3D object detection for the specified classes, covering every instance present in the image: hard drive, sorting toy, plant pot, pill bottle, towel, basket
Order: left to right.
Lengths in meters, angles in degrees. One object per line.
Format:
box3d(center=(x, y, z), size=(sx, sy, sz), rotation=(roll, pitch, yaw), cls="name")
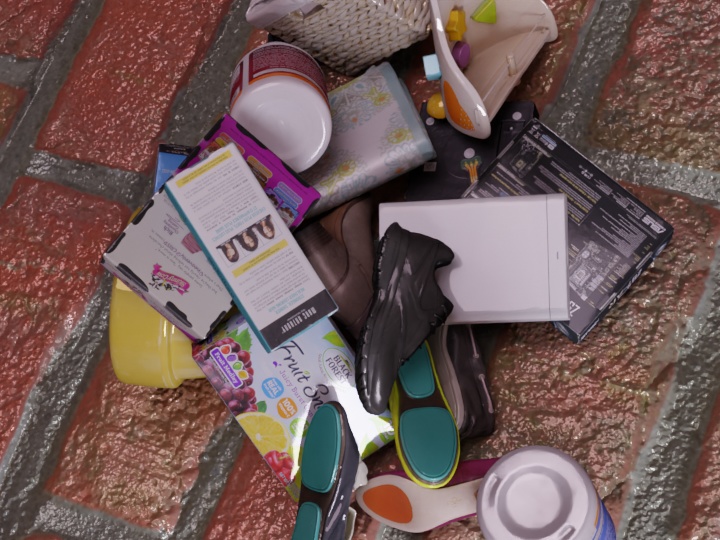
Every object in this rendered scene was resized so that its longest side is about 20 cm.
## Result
box3d(center=(-0.164, 0.036, 1.664), size=(0.188, 0.201, 0.201), rotation=(5, 66, 4), cls="plant pot")
box3d(center=(-0.092, -0.192, 1.694), size=(0.113, 0.113, 0.200), rotation=(-24, 24, 7), cls="pill bottle")
box3d(center=(-0.012, -0.151, 1.739), size=(0.171, 0.048, 0.200), rotation=(-28, 36, 6), cls="towel")
box3d(center=(-0.003, -0.362, 1.766), size=(0.198, 0.161, 0.201), rotation=(-16, 51, 55), cls="basket")
box3d(center=(0.122, -0.282, 1.687), size=(0.107, 0.180, 0.200), rotation=(7, 45, 33), cls="sorting toy")
box3d(center=(0.124, -0.099, 1.708), size=(0.139, 0.038, 0.201), rotation=(1, 65, 20), cls="hard drive")
box3d(center=(0.119, -0.010, 1.581), size=(0.199, 0.027, 0.132), rotation=(-3, 82, 14), cls="hard drive")
box3d(center=(0.184, 0.249, 1.425), size=(0.112, 0.200, 0.112), rotation=(-8, 63, 15), cls="pill bottle")

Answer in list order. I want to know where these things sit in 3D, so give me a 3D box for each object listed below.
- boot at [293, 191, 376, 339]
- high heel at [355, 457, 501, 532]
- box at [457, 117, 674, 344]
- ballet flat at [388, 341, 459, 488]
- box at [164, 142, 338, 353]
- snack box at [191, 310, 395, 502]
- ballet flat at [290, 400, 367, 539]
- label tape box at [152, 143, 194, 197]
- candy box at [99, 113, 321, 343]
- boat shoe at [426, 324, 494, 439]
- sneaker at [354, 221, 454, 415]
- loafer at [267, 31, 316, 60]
box3d(center=(0.000, 0.000, 1.672), size=(0.070, 0.200, 0.146), rotation=(-34, 91, 32), cls="boot")
box3d(center=(0.095, 0.228, 1.568), size=(0.199, 0.096, 0.068), rotation=(0, 107, 32), cls="high heel")
box3d(center=(0.211, -0.044, 1.616), size=(0.200, 0.044, 0.160), rotation=(40, 80, 15), cls="box")
box3d(center=(0.060, 0.152, 1.564), size=(0.067, 0.067, 0.200), rotation=(-2, 51, -11), cls="ballet flat")
box3d(center=(-0.111, -0.022, 1.504), size=(0.082, 0.049, 0.200), rotation=(-32, 90, -10), cls="box")
box3d(center=(-0.066, 0.125, 1.586), size=(0.142, 0.200, 0.053), rotation=(-34, 17, 0), cls="snack box")
box3d(center=(-0.031, 0.236, 1.562), size=(0.073, 0.073, 0.201), rotation=(11, 90, 23), cls="ballet flat")
box3d(center=(-0.160, -0.098, 1.689), size=(0.144, 0.200, 0.064), rotation=(7, 98, -9), cls="label tape box")
box3d(center=(-0.156, -0.043, 1.558), size=(0.136, 0.061, 0.200), rotation=(41, 74, -5), cls="candy box")
box3d(center=(0.102, 0.093, 1.621), size=(0.067, 0.057, 0.201), rotation=(-42, 45, 43), cls="boat shoe")
box3d(center=(0.046, 0.053, 1.536), size=(0.090, 0.076, 0.201), rotation=(14, 82, -4), cls="sneaker")
box3d(center=(-0.079, -0.285, 1.851), size=(0.063, 0.072, 0.201), rotation=(-9, 60, 11), cls="loafer")
